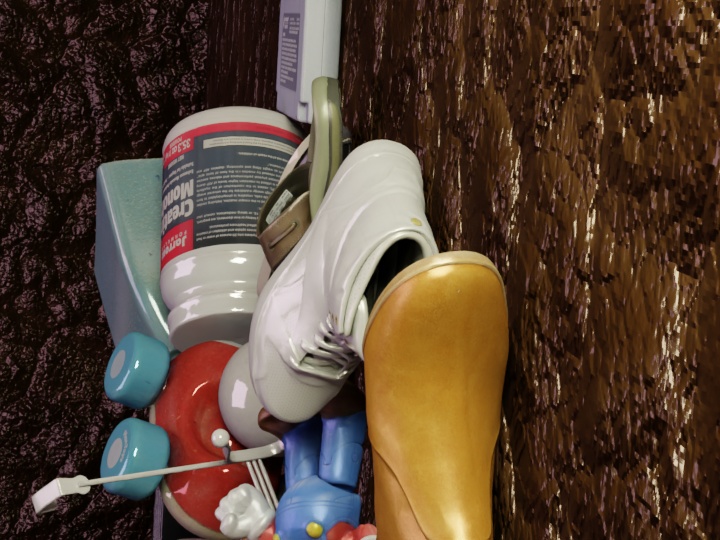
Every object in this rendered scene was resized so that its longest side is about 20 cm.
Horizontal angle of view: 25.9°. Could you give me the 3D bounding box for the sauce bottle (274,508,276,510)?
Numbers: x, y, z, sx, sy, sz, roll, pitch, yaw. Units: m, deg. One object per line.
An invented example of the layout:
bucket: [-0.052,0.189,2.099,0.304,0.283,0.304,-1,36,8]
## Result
sauce bottle: [-0.056,0.268,1.257,0.065,0.064,0.201,-98,13,-47]

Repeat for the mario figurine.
mario figurine: [-0.036,0.171,1.015,0.124,0.105,0.201,114,155,-60]

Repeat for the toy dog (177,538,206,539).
toy dog: [-0.167,0.375,1.563,0.194,0.200,0.140,-43,10,1]

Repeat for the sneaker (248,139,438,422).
sneaker: [-0.014,0.033,0.931,0.116,0.073,0.201,-103,32,-56]

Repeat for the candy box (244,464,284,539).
candy box: [-0.084,0.247,1.455,0.200,0.055,0.116,-120,33,-74]

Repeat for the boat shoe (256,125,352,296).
boat shoe: [-0.030,-0.034,1.241,0.063,0.073,0.201,39,137,20]

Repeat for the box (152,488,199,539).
box: [-0.167,0.229,1.763,0.198,0.122,0.202,-172,86,-80]

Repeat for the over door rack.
over door rack: [-0.107,0.193,1.089,0.067,0.199,0.148,-51,56,50]

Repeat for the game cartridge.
game cartridge: [-0.046,-0.201,1.380,0.200,0.041,0.134,-133,50,-77]

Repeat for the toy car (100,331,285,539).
toy car: [-0.079,0.099,1.249,0.200,0.184,0.178,-47,33,33]

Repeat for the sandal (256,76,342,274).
sandal: [-0.047,-0.045,1.143,0.080,0.057,0.202,-111,25,-67]

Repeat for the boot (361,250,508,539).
boot: [0.044,0.104,0.703,0.202,0.070,0.145,98,164,-48]

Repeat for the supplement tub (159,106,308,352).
supplement tub: [-0.109,-0.032,1.405,0.141,0.139,0.201,111,159,-64]

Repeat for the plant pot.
plant pot: [-0.153,0.024,1.549,0.196,0.195,0.201,105,156,-54]
